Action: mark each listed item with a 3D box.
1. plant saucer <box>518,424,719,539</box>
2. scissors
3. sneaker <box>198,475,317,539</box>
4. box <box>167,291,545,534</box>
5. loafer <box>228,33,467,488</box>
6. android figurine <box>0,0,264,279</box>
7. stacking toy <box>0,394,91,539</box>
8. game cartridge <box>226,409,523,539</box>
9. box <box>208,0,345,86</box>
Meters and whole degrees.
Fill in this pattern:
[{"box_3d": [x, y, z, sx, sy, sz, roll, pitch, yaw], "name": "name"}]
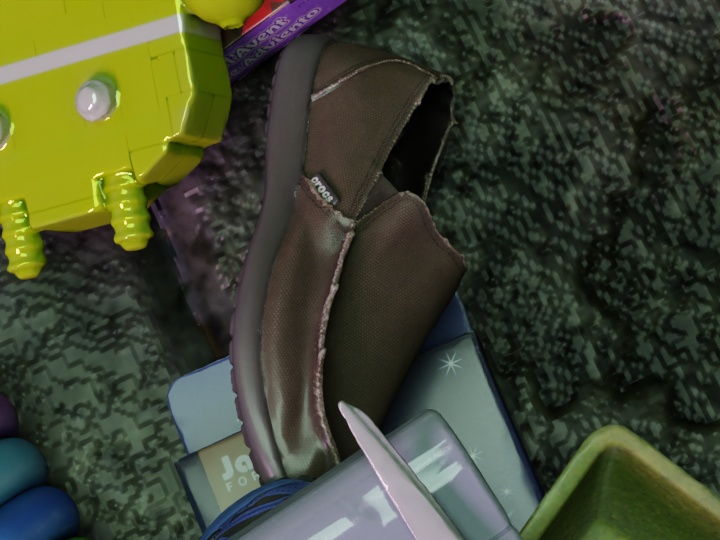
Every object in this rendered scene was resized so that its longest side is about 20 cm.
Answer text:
[{"box_3d": [0.095, 0.183, 0.832, 0.200, 0.048, 0.200, 37, 86, -10], "name": "plant saucer"}, {"box_3d": [0.050, 0.127, 0.754, 0.200, 0.014, 0.073, 40, 97, -6], "name": "scissors"}, {"box_3d": [-0.060, 0.152, 0.811, 0.075, 0.078, 0.200, 37, 102, 6], "name": "sneaker"}, {"box_3d": [0.013, 0.107, 0.897, 0.121, 0.032, 0.200, -24, 75, 4], "name": "box"}, {"box_3d": [0.000, 0.000, 0.877, 0.071, 0.073, 0.200, -3, 62, 14], "name": "loafer"}, {"box_3d": [-0.116, -0.099, 0.909, 0.182, 0.041, 0.200, -12, 82, 23], "name": "android figurine"}, {"box_3d": [-0.111, 0.123, 0.895, 0.085, 0.085, 0.200, -44, 81, -1], "name": "stacking toy"}, {"box_3d": [0.022, 0.161, 0.776, 0.133, 0.040, 0.200, -34, 98, -3], "name": "game cartridge"}, {"box_3d": [-0.102, -0.152, 0.948, 0.137, 0.039, 0.200, -35, 74, 18], "name": "box"}]
